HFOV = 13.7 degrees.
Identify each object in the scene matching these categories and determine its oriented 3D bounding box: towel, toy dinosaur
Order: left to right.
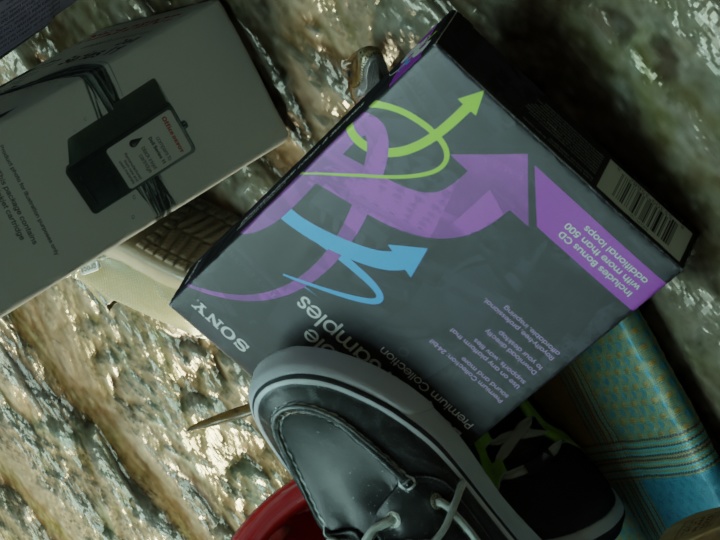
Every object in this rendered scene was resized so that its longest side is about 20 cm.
[{"bbox_3d":[0.000,0.000,1.376,0.106,0.060,0.200,25,100,48],"label":"toy dinosaur"},{"bbox_3d":[0.110,0.067,1.380,0.147,0.022,0.200,-10,112,60],"label":"towel"}]

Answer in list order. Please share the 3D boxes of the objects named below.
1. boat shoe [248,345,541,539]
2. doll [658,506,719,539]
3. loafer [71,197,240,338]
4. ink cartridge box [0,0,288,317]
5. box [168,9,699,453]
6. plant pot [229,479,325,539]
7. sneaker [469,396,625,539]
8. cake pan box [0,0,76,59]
[{"bbox_3d":[0.021,0.119,1.314,0.074,0.068,0.199,-27,113,32],"label":"boat shoe"},{"bbox_3d":[0.188,0.201,1.297,0.048,0.136,0.200,-22,100,27],"label":"doll"},{"bbox_3d":[-0.133,-0.018,1.607,0.200,0.076,0.068,31,139,37],"label":"loafer"},{"bbox_3d":[-0.157,-0.049,1.477,0.146,0.200,0.083,-6,113,58],"label":"ink cartridge box"},{"bbox_3d":[0.028,0.000,1.296,0.143,0.036,0.200,41,128,-8],"label":"box"},{"bbox_3d":[0.016,0.201,1.482,0.201,0.200,0.183,50,169,9],"label":"plant pot"},{"bbox_3d":[0.040,0.061,1.388,0.200,0.072,0.083,36,144,32],"label":"sneaker"},{"bbox_3d":[-0.183,-0.175,1.376,0.052,0.200,0.184,35,149,28],"label":"cake pan box"}]
